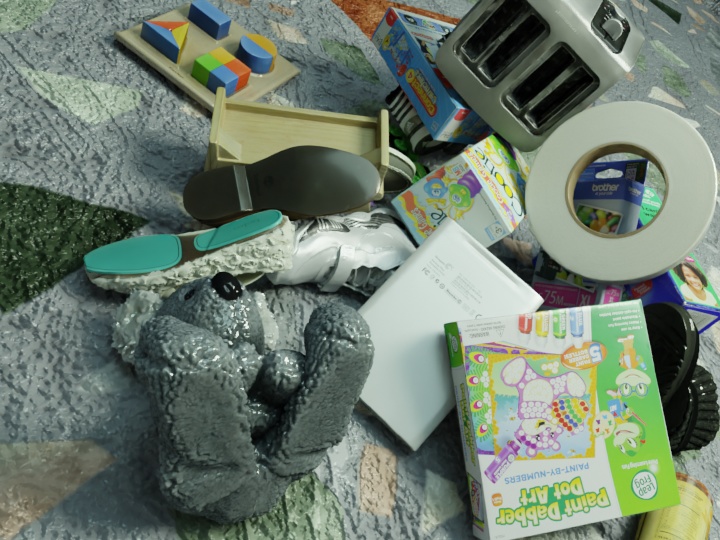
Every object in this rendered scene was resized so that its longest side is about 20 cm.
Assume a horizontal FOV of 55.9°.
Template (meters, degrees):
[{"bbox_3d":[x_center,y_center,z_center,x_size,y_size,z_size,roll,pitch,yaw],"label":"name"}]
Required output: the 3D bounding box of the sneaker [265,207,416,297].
[{"bbox_3d":[0.000,0.000,0.734,0.199,0.075,0.115,-18,60,-43],"label":"sneaker"}]

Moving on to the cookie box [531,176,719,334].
[{"bbox_3d":[0.318,0.016,0.837,0.075,0.171,0.201,12,46,-26],"label":"cookie box"}]

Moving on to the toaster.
[{"bbox_3d":[0.204,-0.265,0.818,0.181,0.200,0.119,44,41,-7],"label":"toaster"}]

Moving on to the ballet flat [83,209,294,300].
[{"bbox_3d":[-0.155,-0.002,0.639,0.198,0.072,0.072,-12,53,-4],"label":"ballet flat"}]

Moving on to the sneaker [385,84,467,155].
[{"bbox_3d":[0.109,-0.233,0.981,0.116,0.076,0.200,57,32,10],"label":"sneaker"}]

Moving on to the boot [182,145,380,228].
[{"bbox_3d":[-0.077,-0.079,0.708,0.198,0.076,0.074,-6,74,4],"label":"boot"}]

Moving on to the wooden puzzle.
[{"bbox_3d":[-0.197,-0.302,0.919,0.185,0.046,0.200,37,42,6],"label":"wooden puzzle"}]

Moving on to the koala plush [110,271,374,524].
[{"bbox_3d":[-0.116,0.077,0.560,0.176,0.185,0.200,-4,32,-32],"label":"koala plush"}]

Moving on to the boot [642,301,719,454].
[{"bbox_3d":[0.341,0.120,0.741,0.157,0.212,0.079,-7,33,-29],"label":"boot"}]

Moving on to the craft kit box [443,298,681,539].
[{"bbox_3d":[0.190,0.136,0.646,0.198,0.049,0.199,-6,84,-13],"label":"craft kit box"}]

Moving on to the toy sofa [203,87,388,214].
[{"bbox_3d":[-0.070,-0.130,0.757,0.198,0.098,0.083,5,59,-8],"label":"toy sofa"}]

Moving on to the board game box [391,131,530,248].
[{"bbox_3d":[0.138,-0.090,0.827,0.105,0.103,0.200,56,31,-3],"label":"board game box"}]

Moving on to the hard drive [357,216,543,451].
[{"bbox_3d":[0.071,0.059,0.681,0.132,0.027,0.200,42,75,9],"label":"hard drive"}]

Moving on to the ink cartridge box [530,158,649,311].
[{"bbox_3d":[0.273,-0.040,0.824,0.042,0.119,0.202,16,87,-28],"label":"ink cartridge box"}]

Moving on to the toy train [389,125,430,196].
[{"bbox_3d":[0.073,-0.120,0.917,0.056,0.042,0.201,12,45,-36],"label":"toy train"}]

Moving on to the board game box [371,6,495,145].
[{"bbox_3d":[0.140,-0.262,0.944,0.199,0.056,0.197,-2,55,-40],"label":"board game box"}]

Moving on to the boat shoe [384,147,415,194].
[{"bbox_3d":[-0.027,-0.122,0.837,0.200,0.072,0.061,10,48,-14],"label":"boat shoe"}]

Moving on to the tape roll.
[{"bbox_3d":[0.283,-0.085,0.753,0.203,0.203,0.037,54,15,22],"label":"tape roll"}]

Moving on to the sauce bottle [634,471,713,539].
[{"bbox_3d":[0.293,0.284,0.656,0.066,0.066,0.200,40,45,8],"label":"sauce bottle"}]
